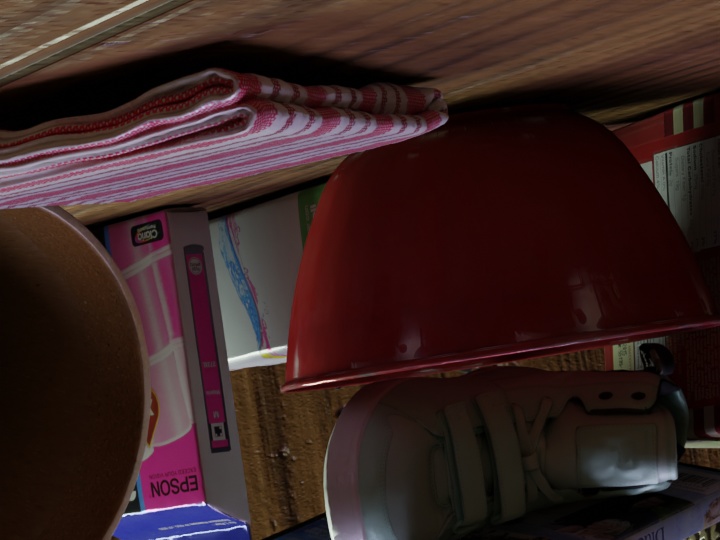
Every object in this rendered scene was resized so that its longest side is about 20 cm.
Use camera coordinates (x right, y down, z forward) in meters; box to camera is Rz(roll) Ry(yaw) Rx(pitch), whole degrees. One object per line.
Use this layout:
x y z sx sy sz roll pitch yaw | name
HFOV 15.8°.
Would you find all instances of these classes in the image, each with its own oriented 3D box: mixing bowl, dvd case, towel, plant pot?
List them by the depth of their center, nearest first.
-0.066 -0.050 0.941 0.146 0.030 0.200 -10 179 22 | towel
-0.223 0.051 1.110 0.186 0.187 0.200 -6 -172 -44 | plant pot
0.055 -0.012 1.154 0.200 0.109 0.200 -9 176 -1 | mixing bowl
0.064 0.116 1.177 0.142 0.018 0.200 8 -162 42 | dvd case

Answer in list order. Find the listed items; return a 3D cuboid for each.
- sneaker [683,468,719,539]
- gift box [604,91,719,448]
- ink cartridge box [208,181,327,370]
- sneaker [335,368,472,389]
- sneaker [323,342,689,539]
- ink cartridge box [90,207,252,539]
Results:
0.245 0.108 1.195 0.090 0.067 0.200 0 173 -35 | sneaker
0.227 -0.003 1.253 0.186 0.185 0.200 3 175 -27 | gift box
0.000 0.000 1.407 0.145 0.084 0.200 -6 175 -35 | ink cartridge box
-0.029 0.026 1.592 0.199 0.104 0.060 -10 177 14 | sneaker
0.071 0.077 1.128 0.118 0.074 0.200 -3 -170 31 | sneaker
-0.108 0.072 1.360 0.095 0.200 0.037 -13 175 42 | ink cartridge box
